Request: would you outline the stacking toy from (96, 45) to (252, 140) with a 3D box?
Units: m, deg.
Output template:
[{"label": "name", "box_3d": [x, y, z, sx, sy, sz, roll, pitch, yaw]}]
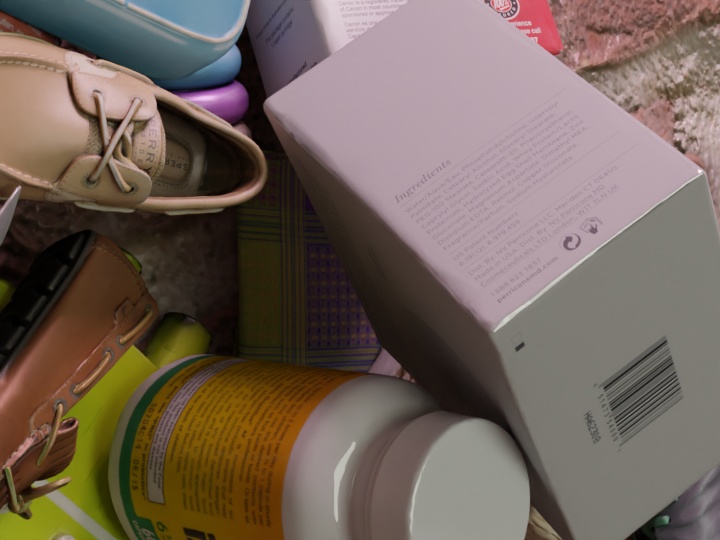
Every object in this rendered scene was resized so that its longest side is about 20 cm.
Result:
[{"label": "stacking toy", "box_3d": [-0.098, -0.154, 0.857, 0.085, 0.085, 0.200, -13, 110, -43]}]

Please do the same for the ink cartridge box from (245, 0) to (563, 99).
[{"label": "ink cartridge box", "box_3d": [0.005, -0.186, 0.921, 0.144, 0.084, 0.200, -8, 74, -29]}]

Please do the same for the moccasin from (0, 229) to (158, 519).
[{"label": "moccasin", "box_3d": [-0.159, 0.074, 0.776, 0.078, 0.074, 0.201, 48, 47, -22]}]

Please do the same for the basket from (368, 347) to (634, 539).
[{"label": "basket", "box_3d": [0.130, 0.077, 1.018, 0.200, 0.161, 0.198, 38, 75, -40]}]

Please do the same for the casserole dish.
[{"label": "casserole dish", "box_3d": [-0.107, -0.160, 0.754, 0.200, 0.039, 0.121, 22, 77, -51]}]

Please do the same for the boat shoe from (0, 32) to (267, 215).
[{"label": "boat shoe", "box_3d": [-0.114, -0.062, 0.739, 0.200, 0.064, 0.071, 5, 92, -60]}]

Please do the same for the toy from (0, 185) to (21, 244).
[{"label": "toy", "box_3d": [-0.212, 0.054, 0.678, 0.047, 0.115, 0.200, 29, 52, -4]}]

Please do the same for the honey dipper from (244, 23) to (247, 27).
[{"label": "honey dipper", "box_3d": [-0.075, -0.155, 0.941, 0.200, 0.038, 0.038, 36, 65, -41]}]

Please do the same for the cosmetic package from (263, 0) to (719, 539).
[{"label": "cosmetic package", "box_3d": [0.077, -0.001, 0.825, 0.123, 0.200, 0.199, -36, 138, -10]}]

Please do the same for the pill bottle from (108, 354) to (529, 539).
[{"label": "pill bottle", "box_3d": [-0.021, 0.103, 0.813, 0.113, 0.200, 0.113, -4, 95, -46]}]

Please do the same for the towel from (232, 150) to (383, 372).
[{"label": "towel", "box_3d": [0.000, 0.000, 1.017, 0.200, 0.023, 0.144, -1, 91, -43]}]

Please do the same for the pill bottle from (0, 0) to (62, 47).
[{"label": "pill bottle", "box_3d": [-0.185, -0.142, 0.778, 0.112, 0.112, 0.200, 30, 69, -40]}]

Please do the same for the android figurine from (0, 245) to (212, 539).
[{"label": "android figurine", "box_3d": [-0.151, 0.089, 0.857, 0.182, 0.041, 0.200, 50, 56, -32]}]

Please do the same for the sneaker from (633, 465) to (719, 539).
[{"label": "sneaker", "box_3d": [0.165, 0.123, 0.919, 0.087, 0.074, 0.200, 17, 83, -24]}]
